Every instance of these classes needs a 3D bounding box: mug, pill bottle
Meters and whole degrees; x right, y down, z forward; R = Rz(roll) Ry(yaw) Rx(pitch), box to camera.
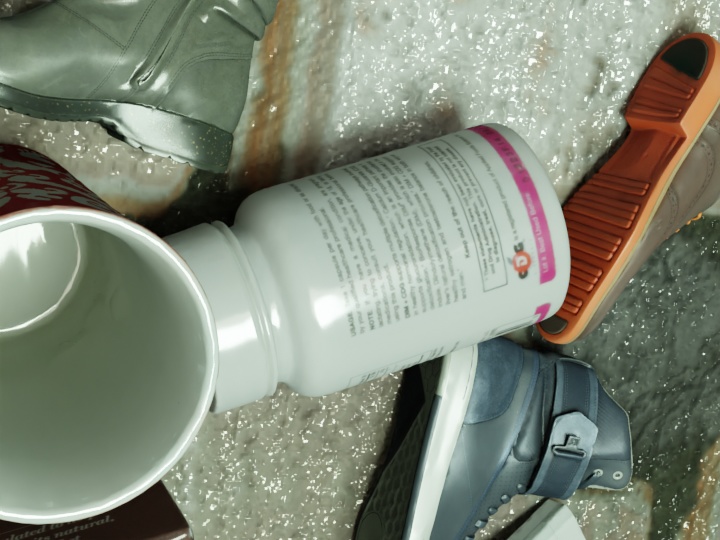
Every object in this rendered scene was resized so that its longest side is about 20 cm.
[{"bbox_3d":[-0.175,0.020,0.656,0.177,0.200,0.134,-21,113,-14],"label":"mug"},{"bbox_3d":[0.000,0.000,0.769,0.199,0.113,0.114,-18,111,-17],"label":"pill bottle"}]

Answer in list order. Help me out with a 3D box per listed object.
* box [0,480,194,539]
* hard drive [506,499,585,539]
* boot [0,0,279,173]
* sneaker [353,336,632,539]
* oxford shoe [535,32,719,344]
[{"bbox_3d":[-0.166,0.207,0.735,0.165,0.164,0.201,-14,110,-18],"label":"box"},{"bbox_3d":[0.082,0.257,0.898,0.200,0.026,0.132,-39,116,-25],"label":"hard drive"},{"bbox_3d":[-0.131,-0.135,0.711,0.199,0.068,0.131,15,95,-33],"label":"boot"},{"bbox_3d":[0.082,0.140,0.865,0.146,0.077,0.203,15,98,-22],"label":"sneaker"},{"bbox_3d":[0.175,-0.037,0.855,0.072,0.071,0.201,30,92,-31],"label":"oxford shoe"}]
